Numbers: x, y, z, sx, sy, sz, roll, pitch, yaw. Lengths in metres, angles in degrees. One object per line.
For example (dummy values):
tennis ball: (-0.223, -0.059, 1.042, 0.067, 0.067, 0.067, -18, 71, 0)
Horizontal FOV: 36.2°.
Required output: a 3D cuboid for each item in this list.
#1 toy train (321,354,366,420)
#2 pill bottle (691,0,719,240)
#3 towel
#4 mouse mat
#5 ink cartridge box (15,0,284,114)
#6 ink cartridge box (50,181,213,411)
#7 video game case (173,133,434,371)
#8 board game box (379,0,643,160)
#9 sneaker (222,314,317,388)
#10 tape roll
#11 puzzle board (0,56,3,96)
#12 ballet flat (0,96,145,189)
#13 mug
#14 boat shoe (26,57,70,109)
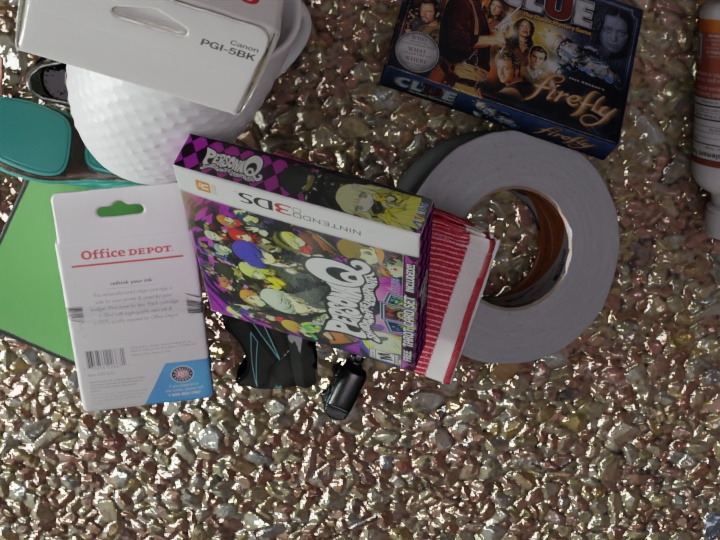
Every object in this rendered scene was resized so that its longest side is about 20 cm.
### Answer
toy train: (0.012, 0.049, 1.006, 0.034, 0.046, 0.200, 22, 103, -8)
pill bottle: (0.342, -0.128, 0.938, 0.112, 0.112, 0.200, -3, 106, -1)
towel: (0.000, 0.000, 0.901, 0.200, 0.023, 0.144, 21, 116, 11)
mouse mat: (-0.244, -0.011, 0.996, 0.161, 0.008, 0.200, 26, 100, -12)
ink cartridge box: (-0.121, -0.212, 0.692, 0.147, 0.200, 0.083, 15, 144, -16)
ink cartridge box: (-0.196, 0.015, 0.964, 0.116, 0.067, 0.200, -5, 111, -6)
video game case: (-0.037, -0.007, 0.822, 0.181, 0.200, 0.036, 17, 60, 11)
board game box: (0.128, -0.187, 0.918, 0.200, 0.035, 0.136, 17, 70, -7)
sneaker: (-0.089, 0.017, 0.980, 0.079, 0.075, 0.200, -9, 105, 2)
tape roll: (0.121, -0.022, 0.956, 0.200, 0.066, 0.201, -2, 97, -15)
puzzle board: (-0.394, -0.096, 0.966, 0.150, 0.017, 0.200, 6, 106, -4)
ballet flat: (-0.242, -0.096, 0.930, 0.200, 0.070, 0.067, 10, 73, -16)
mug: (-0.122, -0.158, 0.827, 0.148, 0.200, 0.175, 55, 141, 15)
boat shoe: (-0.179, -0.155, 0.934, 0.200, 0.064, 0.071, -1, 106, -2)
